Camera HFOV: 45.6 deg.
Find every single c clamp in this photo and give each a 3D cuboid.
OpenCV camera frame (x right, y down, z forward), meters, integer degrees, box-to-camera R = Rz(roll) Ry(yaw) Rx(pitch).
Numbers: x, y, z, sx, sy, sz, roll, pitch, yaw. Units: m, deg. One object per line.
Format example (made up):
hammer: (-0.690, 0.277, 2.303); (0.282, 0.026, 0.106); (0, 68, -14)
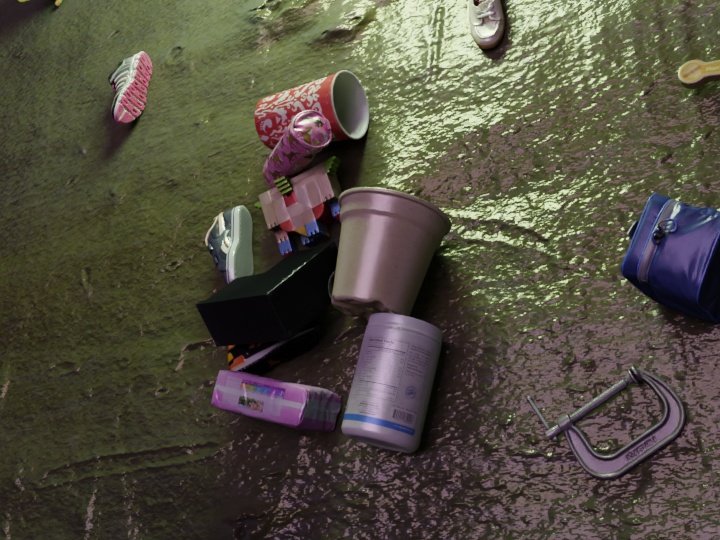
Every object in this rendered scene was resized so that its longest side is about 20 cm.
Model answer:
c clamp: (0.365, 0.211, 1.264); (0.200, 0.027, 0.171); (-33, 56, 14)

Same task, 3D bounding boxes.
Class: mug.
mug: (-0.090, -0.313, 1.718); (0.199, 0.177, 0.134); (-7, 102, 31)

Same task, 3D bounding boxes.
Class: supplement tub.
supplement tub: (0.052, 0.183, 1.391); (0.131, 0.132, 0.201); (4, 70, 31)

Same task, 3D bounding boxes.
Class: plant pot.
plant pot: (0.037, -0.013, 1.442); (0.200, 0.200, 0.184); (4, 70, 31)

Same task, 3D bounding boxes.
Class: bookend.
bookend: (-0.156, 0.044, 1.560); (0.199, 0.092, 0.199); (-9, 22, 41)

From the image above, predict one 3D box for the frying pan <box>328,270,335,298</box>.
frying pan: (-0.015, 0.006, 1.541); (0.114, 0.031, 0.191); (-16, 58, -17)

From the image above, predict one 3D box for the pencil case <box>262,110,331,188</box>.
pencil case: (-0.122, -0.226, 1.640); (0.087, 0.083, 0.200); (-61, 9, -29)

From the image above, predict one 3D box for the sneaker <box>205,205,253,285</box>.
sneaker: (-0.260, -0.033, 1.698); (0.079, 0.079, 0.201); (-16, 51, 17)

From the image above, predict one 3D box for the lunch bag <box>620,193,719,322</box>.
lunch bag: (0.450, -0.020, 1.212); (0.132, 0.200, 0.136); (21, 85, 37)

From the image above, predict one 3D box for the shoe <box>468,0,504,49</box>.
shoe: (0.235, -0.515, 1.641); (0.070, 0.053, 0.201); (-12, 64, 25)

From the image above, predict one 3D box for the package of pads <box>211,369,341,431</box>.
package of pads: (-0.146, 0.227, 1.490); (0.199, 0.120, 0.076); (6, 77, 31)

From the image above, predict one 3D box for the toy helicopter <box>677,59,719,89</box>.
toy helicopter: (0.601, -0.329, 1.340); (0.199, 0.079, 0.133); (-3, 67, 33)

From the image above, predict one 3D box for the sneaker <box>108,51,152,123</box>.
sneaker: (-0.562, -0.431, 2.048); (0.087, 0.074, 0.201); (-5, 62, 27)

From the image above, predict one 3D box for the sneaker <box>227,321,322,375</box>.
sneaker: (-0.165, 0.125, 1.577); (0.199, 0.070, 0.090); (-30, 60, 17)

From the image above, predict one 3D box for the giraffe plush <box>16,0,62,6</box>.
giraffe plush: (-0.901, -0.831, 2.359); (0.162, 0.199, 0.173); (38, 115, 41)

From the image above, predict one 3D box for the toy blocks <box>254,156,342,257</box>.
toy blocks: (-0.104, -0.110, 1.644); (0.199, 0.100, 0.137); (-25, 70, 18)
